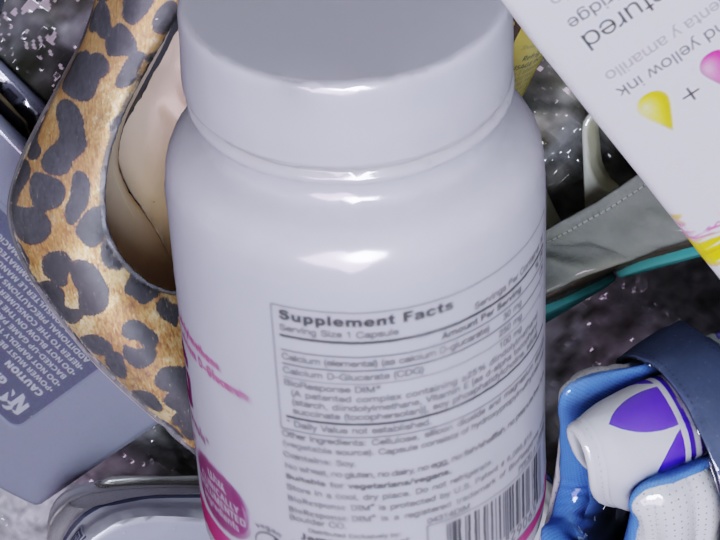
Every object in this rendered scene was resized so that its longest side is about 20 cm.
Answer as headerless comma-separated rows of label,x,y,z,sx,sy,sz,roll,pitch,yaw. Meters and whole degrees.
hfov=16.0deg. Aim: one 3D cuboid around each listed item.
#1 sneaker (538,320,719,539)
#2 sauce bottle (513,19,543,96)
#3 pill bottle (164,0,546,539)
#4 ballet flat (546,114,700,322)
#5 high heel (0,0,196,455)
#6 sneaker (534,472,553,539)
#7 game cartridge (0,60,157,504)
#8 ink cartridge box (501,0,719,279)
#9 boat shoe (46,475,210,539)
sneaker,0.135,0.034,0.787,0.081,0.146,0.200,57,134,25
sauce bottle,0.037,-0.093,0.807,0.065,0.065,0.200,24,129,-5
pill bottle,0.000,0.000,0.774,0.113,0.114,0.201,4,128,8
ballet flat,0.076,-0.017,0.866,0.200,0.067,0.064,-24,86,30
high heel,-0.048,-0.045,0.833,0.142,0.071,0.201,-22,93,28
sneaker,0.071,0.130,0.891,0.200,0.088,0.075,33,167,10
game cartridge,-0.151,-0.009,0.924,0.133,0.041,0.200,-35,110,24
ink cartridge box,0.118,-0.095,0.691,0.147,0.145,0.200,-35,133,10
boat shoe,-0.021,0.107,0.954,0.199,0.070,0.071,4,108,-21
